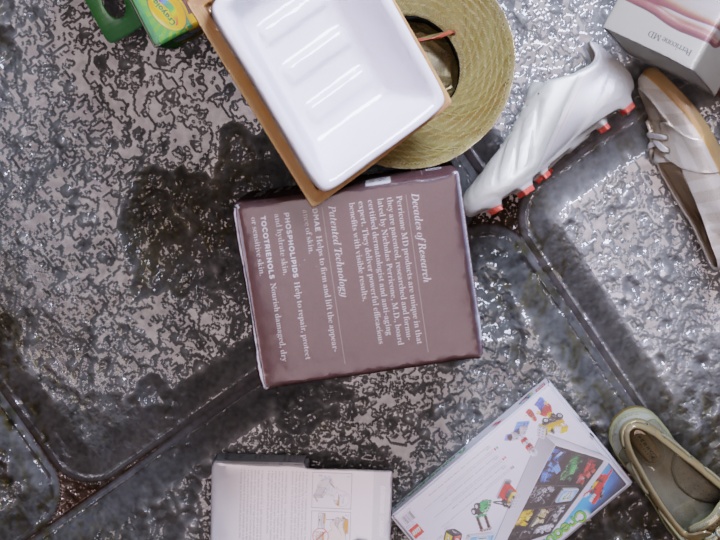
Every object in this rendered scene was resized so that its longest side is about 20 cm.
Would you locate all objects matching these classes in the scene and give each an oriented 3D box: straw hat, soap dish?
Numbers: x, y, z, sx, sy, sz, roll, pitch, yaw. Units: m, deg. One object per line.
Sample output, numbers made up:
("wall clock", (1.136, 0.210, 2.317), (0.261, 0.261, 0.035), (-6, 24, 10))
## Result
("straw hat", (0.050, -0.183, 1.489), (0.199, 0.085, 0.204), (-2, 82, 11))
("soap dish", (-0.036, -0.180, 1.368), (0.157, 0.081, 0.201), (-37, 108, -15))

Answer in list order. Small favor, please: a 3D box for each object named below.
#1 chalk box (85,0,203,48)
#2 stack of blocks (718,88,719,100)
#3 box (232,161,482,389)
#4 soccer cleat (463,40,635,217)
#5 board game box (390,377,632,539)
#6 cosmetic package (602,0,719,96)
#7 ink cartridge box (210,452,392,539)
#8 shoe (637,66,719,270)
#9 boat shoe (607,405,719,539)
("chalk box", (-0.156, -0.277, 1.461), (0.199, 0.124, 0.126), (-28, 96, 4))
("stack of blocks", (0.409, -0.098, 1.505), (0.114, 0.059, 0.202), (-16, 97, 3))
("box", (0.000, 0.000, 1.471), (0.198, 0.166, 0.166), (-9, 96, 2))
("soccer cleat", (0.163, -0.127, 1.506), (0.199, 0.069, 0.078), (-39, 90, -2))
("board game box", (0.143, 0.215, 1.560), (0.200, 0.035, 0.127), (-40, 94, 5))
("cosmetic package", (0.312, -0.272, 1.449), (0.103, 0.087, 0.201), (29, 94, 27))
("ink cartridge box", (-0.058, 0.279, 1.569), (0.171, 0.044, 0.202), (2, 97, 0))
("shoe", (0.303, -0.092, 1.501), (0.053, 0.070, 0.201), (-32, 98, -4))
("boat shoe", (0.311, 0.214, 1.543), (0.073, 0.063, 0.201), (-38, 95, 5))
